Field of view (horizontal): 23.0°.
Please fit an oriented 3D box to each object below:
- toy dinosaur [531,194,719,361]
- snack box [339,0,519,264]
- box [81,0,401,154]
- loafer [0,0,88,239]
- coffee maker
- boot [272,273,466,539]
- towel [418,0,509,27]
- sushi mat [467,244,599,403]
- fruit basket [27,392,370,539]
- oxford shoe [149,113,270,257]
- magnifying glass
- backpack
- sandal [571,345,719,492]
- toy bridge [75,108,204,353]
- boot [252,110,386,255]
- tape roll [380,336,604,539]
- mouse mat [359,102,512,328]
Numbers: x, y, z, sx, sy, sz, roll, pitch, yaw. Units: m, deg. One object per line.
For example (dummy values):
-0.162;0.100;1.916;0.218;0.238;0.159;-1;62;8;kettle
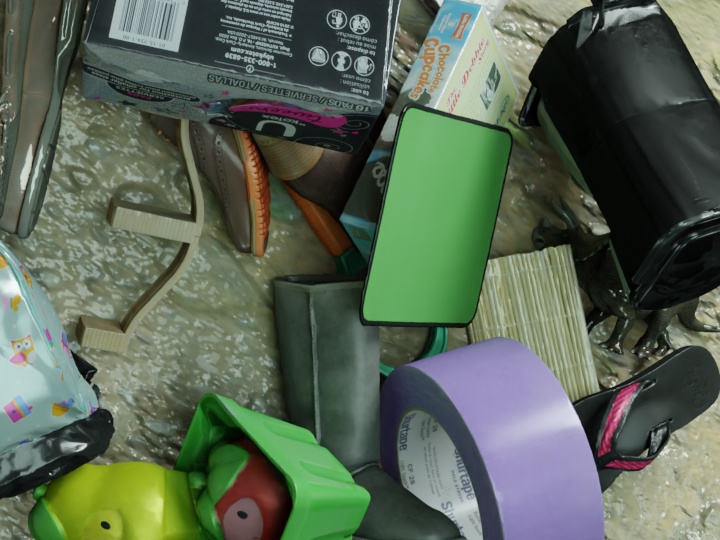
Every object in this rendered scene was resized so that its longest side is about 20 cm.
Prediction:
0.233;0.017;1.448;0.199;0.077;0.103;16;100;-19;toy dinosaur
0.056;-0.089;1.333;0.201;0.037;0.116;-65;151;-21;snack box
-0.080;-0.169;1.197;0.199;0.115;0.133;11;75;-6;box
-0.238;-0.124;1.245;0.063;0.072;0.201;13;81;-7;loafer
0.217;-0.095;1.334;0.134;0.192;0.200;-25;63;-3;coffee maker
0.004;0.106;1.309;0.072;0.181;0.201;4;93;-55;boot
0.063;-0.288;1.380;0.200;0.034;0.133;45;76;-19;towel
0.141;0.083;1.424;0.095;0.012;0.201;-12;98;2;sushi mat
-0.123;0.194;1.245;0.215;0.155;0.216;-20;129;-26;fruit basket
-0.113;-0.103;1.305;0.073;0.071;0.201;-13;101;4;oxford shoe
0.000;0.000;1.373;0.080;0.022;0.200;-40;105;-20;magnifying glass
-0.267;0.057;1.203;0.166;0.127;0.201;-24;99;-17;backpack
0.218;0.122;1.409;0.200;0.045;0.075;-32;106;-23;sandal
-0.148;-0.036;1.273;0.067;0.027;0.201;12;103;-21;toy bridge
-0.012;-0.133;1.344;0.166;0.072;0.201;46;51;-40;boot
0.094;0.156;1.326;0.085;0.200;0.201;-15;98;-22;tape roll
0.059;-0.036;1.315;0.200;0.008;0.162;5;98;-61;mouse mat
